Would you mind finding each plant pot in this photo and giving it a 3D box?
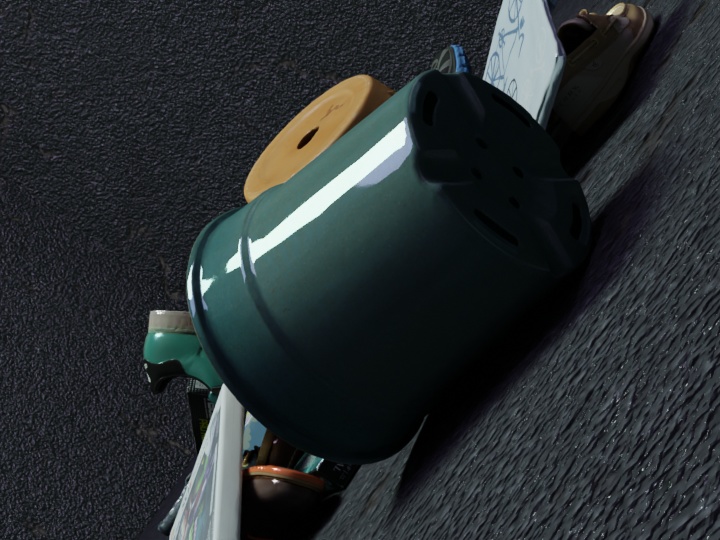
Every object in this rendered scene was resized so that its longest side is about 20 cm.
[{"bbox_3d":[0.027,-0.010,0.812,0.196,0.200,0.200,-40,11,37],"label":"plant pot"},{"bbox_3d":[0.002,-0.059,1.026,0.200,0.140,0.200,-39,21,18],"label":"plant pot"}]

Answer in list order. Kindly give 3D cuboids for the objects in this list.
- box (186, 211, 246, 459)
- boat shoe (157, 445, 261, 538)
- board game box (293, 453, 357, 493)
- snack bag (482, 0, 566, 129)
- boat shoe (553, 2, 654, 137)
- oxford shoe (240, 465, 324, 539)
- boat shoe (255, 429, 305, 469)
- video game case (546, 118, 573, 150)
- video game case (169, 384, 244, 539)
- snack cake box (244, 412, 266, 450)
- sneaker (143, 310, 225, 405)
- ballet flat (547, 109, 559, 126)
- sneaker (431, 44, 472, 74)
[{"bbox_3d":[-0.129,0.068,1.270,0.160,0.044,0.200,94,-178,-58],"label":"box"},{"bbox_3d":[-0.104,0.193,1.227,0.200,0.091,0.071,-54,3,-6],"label":"boat shoe"},{"bbox_3d":[0.013,0.100,1.090,0.200,0.028,0.135,-55,3,-19],"label":"board game box"},{"bbox_3d":[0.133,-0.154,1.068,0.200,0.021,0.189,-94,13,-50],"label":"snack bag"},{"bbox_3d":[0.202,-0.193,1.118,0.074,0.069,0.200,-50,5,38],"label":"boat shoe"},{"bbox_3d":[-0.079,0.212,1.044,0.200,0.071,0.073,126,158,-57],"label":"oxford shoe"},{"bbox_3d":[-0.047,0.135,1.166,0.070,0.070,0.200,87,-161,-73],"label":"boat shoe"},{"bbox_3d":[0.157,-0.096,1.208,0.200,0.018,0.143,-55,4,-32],"label":"video game case"},{"bbox_3d":[-0.131,0.220,1.046,0.200,0.023,0.182,-97,25,-59],"label":"video game case"},{"bbox_3d":[-0.110,0.194,1.495,0.200,0.067,0.115,-56,4,-36],"label":"snack cake box"},{"bbox_3d":[-0.091,0.083,1.129,0.071,0.199,0.080,45,-129,-80],"label":"sneaker"},{"bbox_3d":[0.164,-0.167,1.213,0.071,0.069,0.200,-34,0,-8],"label":"ballet flat"},{"bbox_3d":[0.071,-0.153,1.230,0.083,0.071,0.200,-11,35,16],"label":"sneaker"}]
